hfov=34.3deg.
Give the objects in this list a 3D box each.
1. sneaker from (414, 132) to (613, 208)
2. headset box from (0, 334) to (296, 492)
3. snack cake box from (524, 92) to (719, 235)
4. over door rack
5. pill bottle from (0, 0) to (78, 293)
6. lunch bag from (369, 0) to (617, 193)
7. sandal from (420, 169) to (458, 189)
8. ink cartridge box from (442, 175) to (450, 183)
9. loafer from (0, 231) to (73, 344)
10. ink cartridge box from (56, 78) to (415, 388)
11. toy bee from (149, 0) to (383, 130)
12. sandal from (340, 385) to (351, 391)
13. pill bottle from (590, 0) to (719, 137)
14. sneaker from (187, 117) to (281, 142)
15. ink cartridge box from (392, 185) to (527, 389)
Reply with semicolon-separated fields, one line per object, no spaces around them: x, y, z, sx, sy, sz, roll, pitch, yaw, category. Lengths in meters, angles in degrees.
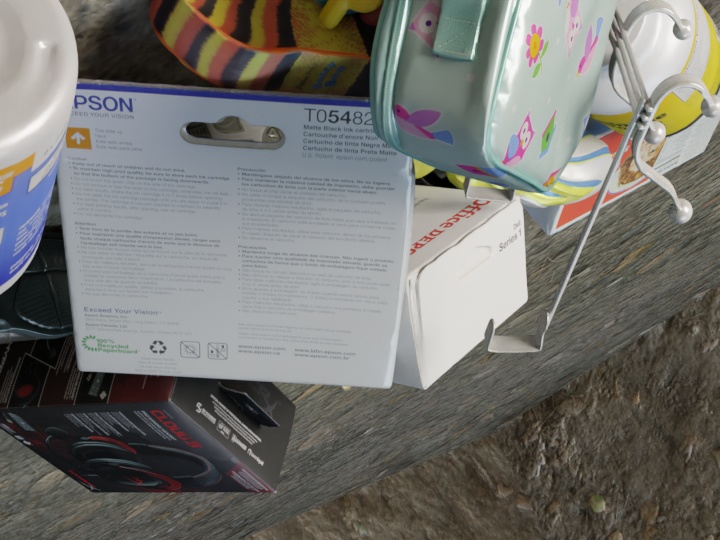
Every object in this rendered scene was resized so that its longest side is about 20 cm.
0.106;-0.107;0.842;0.197;0.076;0.106;2;138;-18;sneaker
-0.152;0.100;0.851;0.197;0.076;0.149;-5;145;27;headset box
0.228;-0.126;1.007;0.198;0.067;0.116;-27;152;-25;snack cake box
0.132;-0.067;0.672;0.066;0.149;0.201;15;131;-16;over door rack
-0.196;-0.047;0.532;0.111;0.113;0.200;-18;162;-29;pill bottle
0.071;-0.145;0.557;0.076;0.203;0.160;14;-176;24;lunch bag
0.080;-0.094;0.964;0.080;0.055;0.199;-36;163;29;sandal
0.037;-0.004;1.020;0.135;0.077;0.200;-28;-165;25;ink cartridge box
-0.250;0.019;0.767;0.062;0.073;0.199;-12;-179;43;loafer
-0.069;-0.023;0.660;0.196;0.041;0.202;4;128;-2;ink cartridge box
-0.004;-0.125;0.619;0.198;0.110;0.131;-23;163;-16;toy bee
-0.019;0.066;0.905;0.208;0.070;0.078;-3;130;13;sandal
0.185;-0.160;0.817;0.111;0.113;0.199;-33;163;22;pill bottle
-0.095;-0.060;0.766;0.198;0.079;0.099;4;154;-47;sneaker
0.000;0.000;0.825;0.198;0.085;0.144;9;-151;36;ink cartridge box
